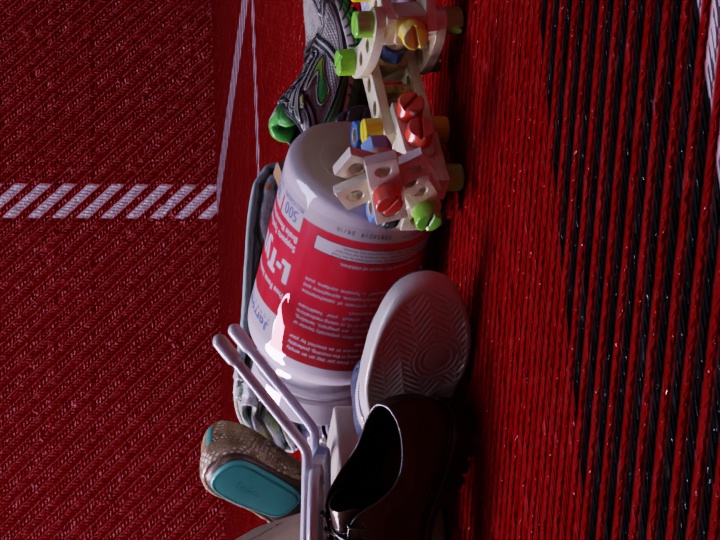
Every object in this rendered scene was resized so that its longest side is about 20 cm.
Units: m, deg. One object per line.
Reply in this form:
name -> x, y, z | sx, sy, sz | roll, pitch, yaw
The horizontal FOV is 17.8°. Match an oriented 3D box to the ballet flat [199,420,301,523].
ballet flat -> -0.054, 0.174, 1.833 | 0.200, 0.070, 0.066 | 41, -160, -39

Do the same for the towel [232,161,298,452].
towel -> -0.067, 0.036, 1.857 | 0.171, 0.048, 0.202 | 80, -164, -69

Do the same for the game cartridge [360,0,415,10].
game cartridge -> 0.019, -0.274, 1.740 | 0.134, 0.041, 0.201 | 93, 173, -56

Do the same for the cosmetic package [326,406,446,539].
cosmetic package -> 0.018, 0.203, 1.589 | 0.104, 0.072, 0.201 | 99, 169, -49

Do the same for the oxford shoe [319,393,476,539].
oxford shoe -> 0.003, 0.172, 1.450 | 0.072, 0.084, 0.202 | 16, 94, 48

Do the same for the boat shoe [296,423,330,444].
boat shoe -> -0.022, 0.105, 1.797 | 0.093, 0.074, 0.200 | 63, 171, -12

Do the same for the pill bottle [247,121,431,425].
pill bottle -> -0.017, 0.006, 1.622 | 0.113, 0.111, 0.201 | -100, 21, -53

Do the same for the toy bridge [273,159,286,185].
toy bridge -> 0.000, 0.000, 1.741 | 0.027, 0.067, 0.201 | 108, 141, -66

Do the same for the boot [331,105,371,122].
boot -> -0.011, -0.053, 1.866 | 0.132, 0.069, 0.202 | -94, 11, -68

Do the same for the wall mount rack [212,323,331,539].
wall mount rack -> -0.057, 0.126, 1.530 | 0.200, 0.074, 0.176 | -72, -17, -88

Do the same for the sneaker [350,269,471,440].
sneaker -> 0.025, 0.063, 1.512 | 0.085, 0.074, 0.201 | -111, 20, -45

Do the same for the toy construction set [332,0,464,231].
toy construction set -> 0.028, -0.103, 1.492 | 0.132, 0.091, 0.201 | 106, 171, -51

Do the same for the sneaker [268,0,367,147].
sneaker -> -0.036, -0.153, 1.972 | 0.078, 0.084, 0.202 | 107, 162, -67

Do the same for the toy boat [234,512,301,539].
toy boat -> -0.045, 0.255, 1.728 | 0.199, 0.130, 0.132 | -23, -88, -53
